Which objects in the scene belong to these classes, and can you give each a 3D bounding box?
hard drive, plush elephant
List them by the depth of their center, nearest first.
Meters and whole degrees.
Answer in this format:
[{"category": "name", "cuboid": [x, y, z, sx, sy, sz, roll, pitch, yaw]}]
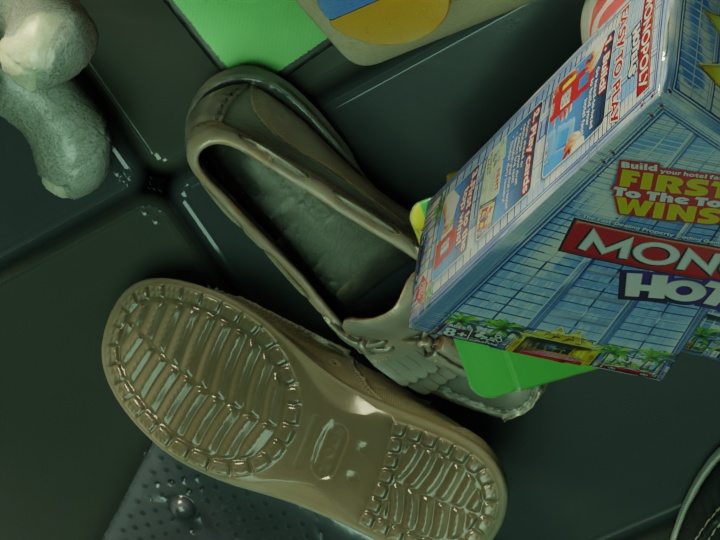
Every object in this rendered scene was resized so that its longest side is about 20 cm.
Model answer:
[{"category": "plush elephant", "cuboid": [-0.214, -0.087, 0.926, 0.155, 0.165, 0.200, -41, 85, -13]}, {"category": "hard drive", "cuboid": [-0.026, 0.159, 1.077, 0.200, 0.042, 0.135, 28, 120, -1]}]

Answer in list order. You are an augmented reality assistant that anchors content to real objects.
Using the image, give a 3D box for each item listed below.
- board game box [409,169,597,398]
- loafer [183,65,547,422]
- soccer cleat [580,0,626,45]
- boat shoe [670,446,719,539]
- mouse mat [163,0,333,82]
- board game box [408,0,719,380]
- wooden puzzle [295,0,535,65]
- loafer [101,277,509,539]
[{"category": "board game box", "cuboid": [0.127, -0.018, 0.940, 0.200, 0.030, 0.096, -18, 111, 6]}, {"category": "loafer", "cuboid": [0.000, 0.000, 0.976, 0.200, 0.063, 0.072, 43, 115, -12]}, {"category": "soccer cleat", "cuboid": [0.185, -0.094, 0.858, 0.200, 0.073, 0.068, -5, 100, -3]}, {"category": "boat shoe", "cuboid": [0.197, 0.093, 0.979, 0.074, 0.060, 0.200, 38, 118, -7]}, {"category": "mouse mat", "cuboid": [-0.020, -0.179, 0.926, 0.200, 0.008, 0.161, -32, 106, 24]}, {"category": "board game box", "cuboid": [0.134, -0.026, 0.831, 0.200, 0.062, 0.200, 11, 153, -3]}, {"category": "wooden puzzle", "cuboid": [0.025, -0.151, 0.847, 0.185, 0.046, 0.200, -19, 139, 29]}, {"category": "loafer", "cuboid": [-0.024, 0.068, 1.016, 0.200, 0.068, 0.076, 30, 94, 15]}]
